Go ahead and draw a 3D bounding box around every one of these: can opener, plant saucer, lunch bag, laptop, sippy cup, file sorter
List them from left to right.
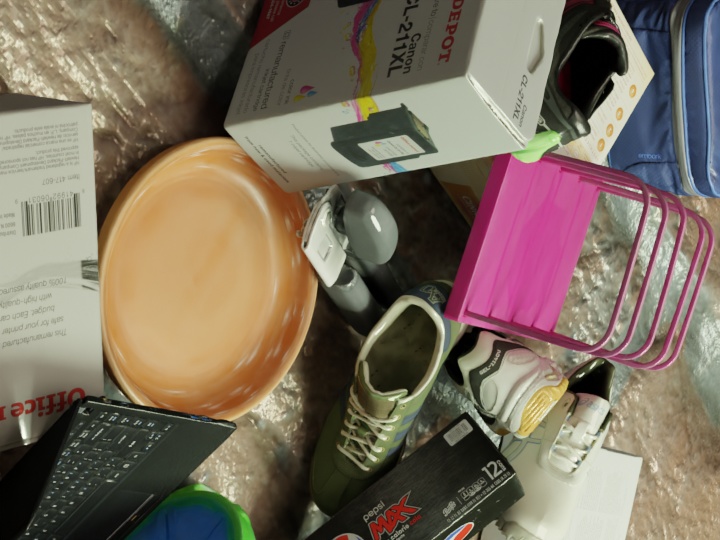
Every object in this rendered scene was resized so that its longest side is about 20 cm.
[{"bbox_3d":[-0.182,0.169,1.038,0.199,0.104,0.177,16,128,-47],"label":"laptop"},{"bbox_3d":[-0.111,0.007,1.190,0.199,0.037,0.202,-10,103,-45],"label":"plant saucer"},{"bbox_3d":[-0.100,0.241,1.167,0.130,0.139,0.178,51,60,-34],"label":"sippy cup"},{"bbox_3d":[0.000,0.000,1.242,0.053,0.066,0.200,-63,161,-15],"label":"can opener"},{"bbox_3d":[0.174,-0.004,1.288,0.200,0.125,0.140,14,94,-63],"label":"file sorter"},{"bbox_3d":[0.306,-0.169,1.517,0.135,0.132,0.201,-22,113,-41],"label":"lunch bag"}]

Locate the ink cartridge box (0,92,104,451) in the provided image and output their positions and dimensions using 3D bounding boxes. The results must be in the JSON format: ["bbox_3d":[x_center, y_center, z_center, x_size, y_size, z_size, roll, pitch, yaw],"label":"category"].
[{"bbox_3d":[-0.236,0.002,1.026,0.145,0.084,0.202,-12,106,-44],"label":"ink cartridge box"}]

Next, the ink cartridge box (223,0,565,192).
[{"bbox_3d":[0.024,-0.146,1.161,0.083,0.199,0.147,45,49,-40],"label":"ink cartridge box"}]

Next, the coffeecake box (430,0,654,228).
[{"bbox_3d":[0.140,-0.139,1.393,0.201,0.073,0.154,-57,134,-22],"label":"coffeecake box"}]

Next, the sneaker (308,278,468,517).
[{"bbox_3d":[0.011,0.094,1.268,0.201,0.067,0.090,-61,166,6],"label":"sneaker"}]

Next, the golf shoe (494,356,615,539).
[{"bbox_3d":[0.156,0.138,1.366,0.078,0.097,0.200,31,35,-5],"label":"golf shoe"}]

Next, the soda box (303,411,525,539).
[{"bbox_3d":[0.024,0.196,1.276,0.200,0.063,0.071,-37,157,-4],"label":"soda box"}]

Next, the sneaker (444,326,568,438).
[{"bbox_3d":[0.109,0.078,1.363,0.088,0.200,0.076,40,84,2],"label":"sneaker"}]

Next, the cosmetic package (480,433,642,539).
[{"bbox_3d":[0.168,0.248,1.513,0.150,0.051,0.201,17,85,-48],"label":"cosmetic package"}]

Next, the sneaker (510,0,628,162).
[{"bbox_3d":[0.156,-0.160,1.208,0.077,0.083,0.201,43,53,-39],"label":"sneaker"}]
